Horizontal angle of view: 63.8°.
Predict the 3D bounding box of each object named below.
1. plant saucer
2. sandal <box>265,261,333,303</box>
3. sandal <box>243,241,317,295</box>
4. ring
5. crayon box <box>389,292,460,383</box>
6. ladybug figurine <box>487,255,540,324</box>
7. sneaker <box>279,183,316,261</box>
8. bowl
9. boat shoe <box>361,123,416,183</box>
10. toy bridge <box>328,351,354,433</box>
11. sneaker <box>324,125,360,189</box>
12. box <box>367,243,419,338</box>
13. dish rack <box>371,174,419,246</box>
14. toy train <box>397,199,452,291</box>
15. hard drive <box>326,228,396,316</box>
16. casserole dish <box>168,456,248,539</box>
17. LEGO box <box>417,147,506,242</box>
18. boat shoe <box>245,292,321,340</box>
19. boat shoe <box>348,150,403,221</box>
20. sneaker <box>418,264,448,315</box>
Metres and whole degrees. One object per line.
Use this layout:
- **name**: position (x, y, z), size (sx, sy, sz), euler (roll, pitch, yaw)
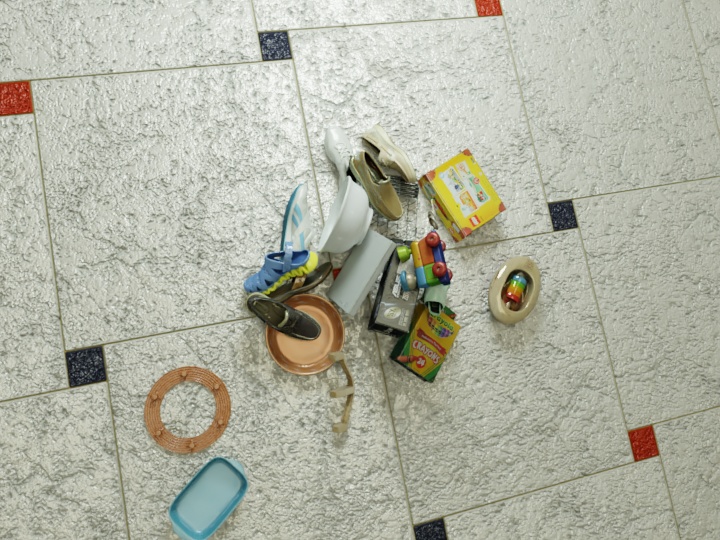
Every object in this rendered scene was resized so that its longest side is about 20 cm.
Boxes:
- **plant saucer**: position (-0.138, 0.159, 1.440), size (0.198, 0.037, 0.203), euler (2, 81, -13)
- **sandal**: position (-0.159, 0.024, 1.434), size (0.198, 0.082, 0.055), euler (-25, 111, -8)
- **sandal**: position (-0.205, -0.010, 1.397), size (0.199, 0.080, 0.087), euler (-30, 128, 13)
- **ring**: position (-0.406, 0.328, 1.365), size (0.198, 0.019, 0.203), euler (2, 81, -12)
- **crayon box**: position (0.174, 0.168, 1.482), size (0.126, 0.051, 0.201), euler (35, 75, -23)
- **ladybug figurine**: position (0.409, 0.052, 1.557), size (0.135, 0.072, 0.201), euler (32, 77, -5)
- **sneaker**: position (-0.153, -0.118, 1.468), size (0.080, 0.076, 0.203), euler (9, 86, -17)
- **bowl**: position (-0.028, -0.122, 1.426), size (0.090, 0.201, 0.203), euler (22, 77, -11)
- **boat shoe**: position (0.076, -0.299, 1.532), size (0.065, 0.072, 0.201), euler (-33, 72, -8)
- **toy bridge**: position (-0.044, 0.300, 1.428), size (0.067, 0.027, 0.203), euler (-8, 96, -46)
- **sneaker**: position (-0.038, -0.290, 1.508), size (0.074, 0.087, 0.202), euler (-20, 85, -13)
- **box**: position (0.091, 0.054, 1.438), size (0.085, 0.164, 0.202), euler (17, 79, -2)
- **dish rack**: position (0.081, -0.152, 1.531), size (0.152, 0.055, 0.203), euler (7, 78, -12)
- **toy train**: position (0.136, -0.055, 1.343), size (0.115, 0.085, 0.202), euler (-16, 73, 16)
- **hard drive**: position (0.000, 0.000, 1.424), size (0.026, 0.132, 0.201), euler (30, 93, -33)
- **casserole dish**: position (-0.349, 0.524, 1.336), size (0.121, 0.039, 0.200), euler (42, 74, -3)
- **LEGO box**: position (0.274, -0.203, 1.566), size (0.148, 0.077, 0.201), euler (-32, 89, -15)
- **boat shoe**: position (-0.182, 0.118, 1.374), size (0.198, 0.065, 0.074), euler (25, 91, -13)
- **boat shoe**: position (0.050, -0.211, 1.451), size (0.200, 0.076, 0.072), euler (50, 60, -14)
- **sneaker**: position (0.184, 0.058, 1.447), size (0.073, 0.201, 0.120), euler (6, 76, 13)
